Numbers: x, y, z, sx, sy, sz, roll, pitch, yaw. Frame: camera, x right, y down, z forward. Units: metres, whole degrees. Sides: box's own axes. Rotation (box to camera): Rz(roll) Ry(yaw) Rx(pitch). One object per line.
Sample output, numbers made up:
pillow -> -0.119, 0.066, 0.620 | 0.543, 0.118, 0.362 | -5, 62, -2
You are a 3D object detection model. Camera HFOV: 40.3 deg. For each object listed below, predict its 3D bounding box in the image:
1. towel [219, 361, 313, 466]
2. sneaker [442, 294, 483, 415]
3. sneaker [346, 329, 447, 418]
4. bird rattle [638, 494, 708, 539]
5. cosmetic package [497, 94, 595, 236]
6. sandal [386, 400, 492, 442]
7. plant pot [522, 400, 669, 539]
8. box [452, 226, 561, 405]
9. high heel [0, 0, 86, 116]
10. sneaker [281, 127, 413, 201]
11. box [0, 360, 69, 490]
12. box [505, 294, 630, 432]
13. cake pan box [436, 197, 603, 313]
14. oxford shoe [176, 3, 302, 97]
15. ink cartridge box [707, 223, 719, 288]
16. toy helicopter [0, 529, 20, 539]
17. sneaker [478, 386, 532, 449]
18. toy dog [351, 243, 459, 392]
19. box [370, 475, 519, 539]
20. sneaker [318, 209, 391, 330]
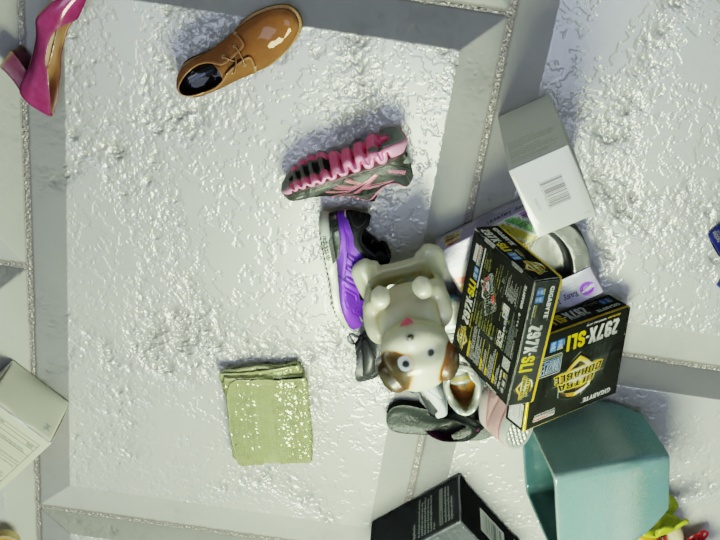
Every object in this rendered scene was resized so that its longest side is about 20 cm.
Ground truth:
towel -> -0.151, 0.242, 1.634 | 0.147, 0.037, 0.201 | -3, 118, 4
sneaker -> 0.156, 0.131, 1.528 | 0.076, 0.081, 0.201 | -10, 117, 11
sneaker -> 0.057, 0.161, 1.557 | 0.113, 0.076, 0.201 | -24, 109, 16
bird rattle -> 0.511, 0.454, 1.698 | 0.162, 0.113, 0.200 | -18, 130, 26
cosmetic package -> 0.244, -0.143, 1.302 | 0.084, 0.200, 0.108 | -23, 113, 14
sandal -> 0.141, 0.256, 1.616 | 0.199, 0.048, 0.076 | 0, 119, 4
plant pot -> 0.379, 0.323, 1.564 | 0.198, 0.196, 0.198 | -11, 118, -2
box -> 0.201, 0.062, 1.375 | 0.049, 0.160, 0.201 | -5, 119, -23
high heel -> -0.403, -0.300, 1.330 | 0.096, 0.068, 0.200 | 48, 127, -10
sneaker -> -0.015, -0.128, 1.406 | 0.199, 0.079, 0.096 | -17, 128, 14
box -> -0.605, 0.271, 1.636 | 0.200, 0.109, 0.128 | -40, 109, 22
box -> 0.312, 0.137, 1.477 | 0.199, 0.049, 0.161 | -15, 119, -31
cake pan box -> 0.241, -0.009, 1.463 | 0.199, 0.052, 0.185 | -25, 117, 17
oxford shoe -> -0.163, -0.287, 1.322 | 0.199, 0.071, 0.071 | -30, 112, 17
ink cartridge box -> 0.601, -0.040, 1.410 | 0.136, 0.077, 0.200 | 37, 116, -16
toy helicopter -> -0.722, 0.494, 1.787 | 0.198, 0.079, 0.133 | 8, 120, -5
sneaker -> 0.252, 0.175, 1.555 | 0.075, 0.105, 0.201 | 28, 87, -28
toy dog -> 0.066, 0.086, 1.379 | 0.138, 0.200, 0.195 | -5, 120, -2
box -> 0.150, 0.497, 1.712 | 0.199, 0.118, 0.197 | -34, 112, 21
sneaker -> 0.000, 0.000, 1.471 | 0.099, 0.070, 0.201 | -8, 119, 5
